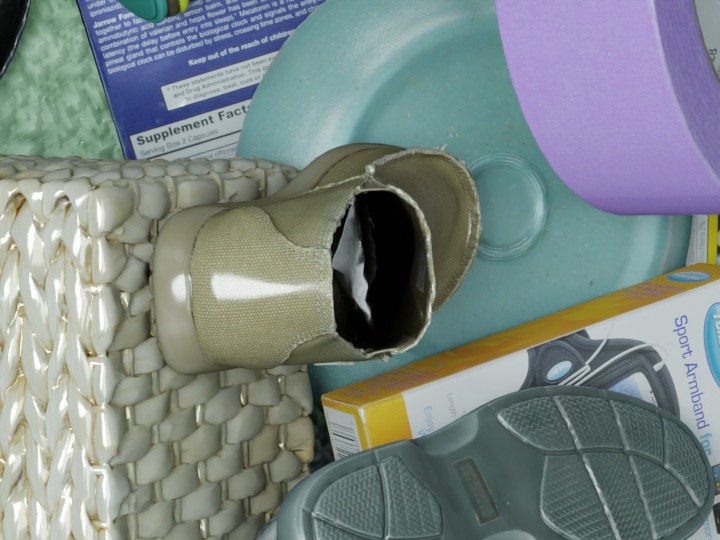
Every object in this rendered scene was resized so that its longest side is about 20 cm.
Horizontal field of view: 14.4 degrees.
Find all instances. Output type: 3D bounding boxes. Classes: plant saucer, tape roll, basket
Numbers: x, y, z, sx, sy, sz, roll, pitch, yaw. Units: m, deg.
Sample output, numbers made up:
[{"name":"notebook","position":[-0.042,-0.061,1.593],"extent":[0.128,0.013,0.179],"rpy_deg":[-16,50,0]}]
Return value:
[{"name":"plant saucer","position":[0.049,-0.026,1.116],"extent":[0.200,0.036,0.200],"rpy_deg":[-1,93,-22]},{"name":"tape roll","position":[0.125,-0.121,1.072],"extent":[0.200,0.066,0.200],"rpy_deg":[-2,92,-57]},{"name":"basket","position":[-0.122,0.052,1.013],"extent":[0.161,0.200,0.199],"rpy_deg":[0,93,21]}]

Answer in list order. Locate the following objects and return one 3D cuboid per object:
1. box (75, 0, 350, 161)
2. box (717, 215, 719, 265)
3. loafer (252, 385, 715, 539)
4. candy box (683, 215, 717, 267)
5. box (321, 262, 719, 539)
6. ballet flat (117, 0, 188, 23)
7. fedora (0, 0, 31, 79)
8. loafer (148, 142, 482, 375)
[{"name":"box","position":[-0.042,-0.079,1.134],"extent":[0.121,0.032,0.200],"rpy_deg":[-17,100,1]},{"name":"box","position":[0.100,-0.047,1.203],"extent":[0.137,0.040,0.200],"rpy_deg":[-30,102,-18]},{"name":"loafer","position":[0.040,0.087,1.027],"extent":[0.200,0.063,0.072],"rpy_deg":[-7,72,-40]},{"name":"candy box","position":[0.098,-0.069,1.166],"extent":[0.102,0.026,0.200],"rpy_deg":[1,92,-18]},{"name":"box","position":[0.090,0.076,1.099],"extent":[0.200,0.041,0.119],"rpy_deg":[-18,103,-26]},{"name":"ballet flat","position":[-0.112,-0.182,1.053],"extent":[0.067,0.067,0.200],"rpy_deg":[-50,119,-17]},{"name":"fedora","position":[-0.203,-0.132,1.056],"extent":[0.200,0.092,0.201],"rpy_deg":[-1,93,-20]},{"name":"loafer","position":[0.000,0.000,0.995],"extent":[0.200,0.067,0.076],"rpy_deg":[-26,117,-60]}]
